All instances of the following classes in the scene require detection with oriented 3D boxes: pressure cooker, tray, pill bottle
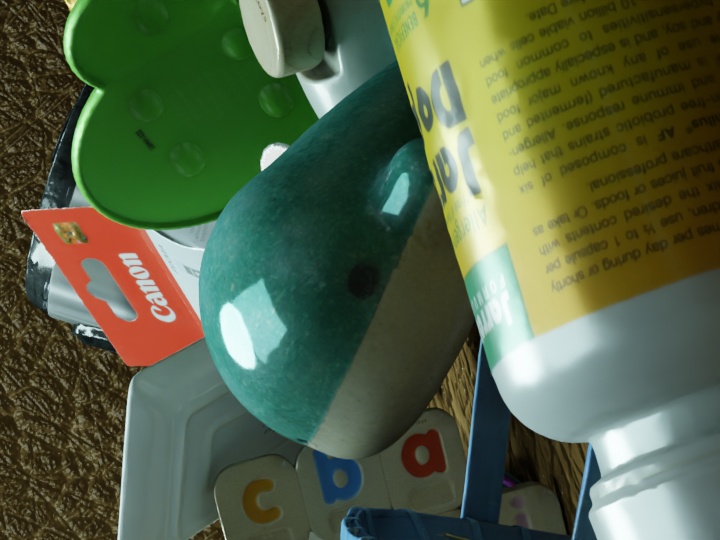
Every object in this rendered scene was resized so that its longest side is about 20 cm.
[{"bbox_3d":[-0.097,-0.027,1.378,0.179,0.198,0.177,109,178,-57],"label":"pressure cooker"},{"bbox_3d":[-0.047,0.069,1.056,0.022,0.200,0.108,19,118,28],"label":"tray"},{"bbox_3d":[0.077,-0.023,0.574,0.113,0.112,0.202,115,139,-76],"label":"pill bottle"}]

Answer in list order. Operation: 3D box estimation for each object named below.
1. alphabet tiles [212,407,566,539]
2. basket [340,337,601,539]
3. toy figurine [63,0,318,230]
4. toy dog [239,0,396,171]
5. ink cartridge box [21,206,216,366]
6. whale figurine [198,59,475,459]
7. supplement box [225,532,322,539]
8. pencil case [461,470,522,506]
[{"bbox_3d":[0.007,0.171,1.024,0.015,0.198,0.197,-144,39,-79],"label":"alphabet tiles"},{"bbox_3d":[0.064,0.105,0.810,0.176,0.138,0.202,166,116,-80],"label":"basket"},{"bbox_3d":[-0.113,-0.147,1.043,0.185,0.150,0.200,58,-177,31],"label":"toy figurine"},{"bbox_3d":[-0.001,-0.069,0.946,0.096,0.131,0.202,-128,44,-62],"label":"toy dog"},{"bbox_3d":[-0.080,0.024,1.248,0.163,0.198,0.057,62,-153,-47],"label":"ink cartridge box"},{"bbox_3d":[0.005,-0.031,0.838,0.159,0.103,0.201,125,167,-80],"label":"whale figurine"},{"bbox_3d":[-0.060,0.195,1.135,0.073,0.127,0.200,31,170,0],"label":"supplement box"},{"bbox_3d":[0.041,0.153,1.149,0.200,0.084,0.093,131,148,-80],"label":"pencil case"}]
